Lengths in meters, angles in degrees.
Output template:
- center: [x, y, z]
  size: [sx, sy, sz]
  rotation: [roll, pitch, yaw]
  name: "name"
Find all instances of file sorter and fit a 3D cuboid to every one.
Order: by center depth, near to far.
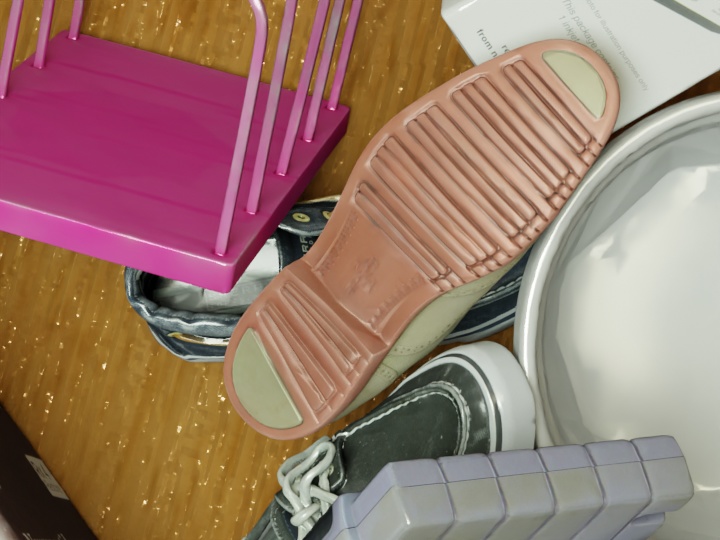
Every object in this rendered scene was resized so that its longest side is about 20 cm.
- center: [-0.081, -0.100, 0.915]
  size: [0.138, 0.200, 0.126]
  rotation: [16, 114, 7]
  name: "file sorter"

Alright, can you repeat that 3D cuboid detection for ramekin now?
- center: [0.157, 0.027, 0.925]
  size: [0.198, 0.105, 0.202]
  rotation: [0, 93, -2]
  name: "ramekin"

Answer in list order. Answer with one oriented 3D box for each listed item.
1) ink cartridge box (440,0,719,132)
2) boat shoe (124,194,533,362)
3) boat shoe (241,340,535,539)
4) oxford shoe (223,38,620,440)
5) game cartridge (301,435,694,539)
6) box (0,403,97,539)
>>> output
- center: [0.137, -0.148, 0.912]
  size: [0.199, 0.145, 0.084]
  rotation: [-30, 111, 18]
  name: "ink cartridge box"
- center: [0.000, 0.000, 0.966]
  size: [0.199, 0.091, 0.071]
  rotation: [-12, 81, 4]
  name: "boat shoe"
- center: [-0.006, 0.101, 0.912]
  size: [0.199, 0.068, 0.074]
  rotation: [-46, 59, 39]
  name: "boat shoe"
- center: [0.028, -0.015, 0.891]
  size: [0.200, 0.074, 0.071]
  rotation: [-42, 76, 20]
  name: "oxford shoe"
- center: [0.023, 0.123, 0.858]
  size: [0.129, 0.200, 0.039]
  rotation: [2, 57, -28]
  name: "game cartridge"
- center: [-0.188, 0.154, 0.925]
  size: [0.164, 0.166, 0.200]
  rotation: [-36, 81, 0]
  name: "box"
